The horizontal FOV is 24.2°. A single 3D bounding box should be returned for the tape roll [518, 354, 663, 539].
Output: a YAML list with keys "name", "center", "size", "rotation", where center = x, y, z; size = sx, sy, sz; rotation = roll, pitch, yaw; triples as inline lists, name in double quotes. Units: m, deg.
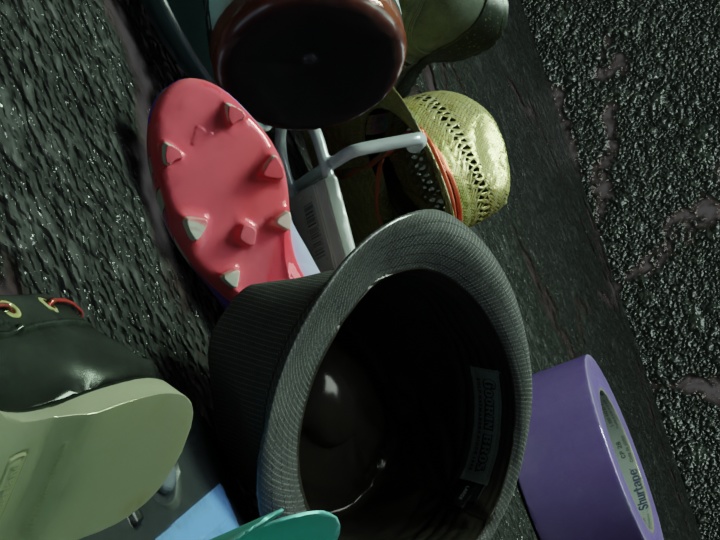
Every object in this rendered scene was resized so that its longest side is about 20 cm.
- name: "tape roll"
  center: [0.200, 0.182, 1.503]
  size: [0.200, 0.085, 0.201]
  rotation: [-21, 90, -76]

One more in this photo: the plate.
- name: "plate"
  center: [-0.100, -0.169, 0.961]
  size: [0.200, 0.025, 0.201]
  rotation: [-22, 90, -77]

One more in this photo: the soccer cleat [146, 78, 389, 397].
- name: "soccer cleat"
  center: [-0.053, -0.004, 0.843]
  size: [0.201, 0.067, 0.076]
  rotation: [59, -16, -16]

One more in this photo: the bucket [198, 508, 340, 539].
- name: "bucket"
  center: [-0.046, 0.167, 0.400]
  size: [0.207, 0.134, 0.208]
  rotation: [-21, 90, -78]

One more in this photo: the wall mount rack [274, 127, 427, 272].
- name: "wall mount rack"
  center: [0.000, 0.000, 0.996]
  size: [0.174, 0.074, 0.201]
  rotation: [154, -78, -67]

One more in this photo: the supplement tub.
- name: "supplement tub"
  center: [-0.040, -0.182, 0.936]
  size: [0.107, 0.106, 0.201]
  rotation: [53, 19, -49]

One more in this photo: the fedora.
- name: "fedora"
  center: [-0.006, 0.060, 0.762]
  size: [0.200, 0.090, 0.177]
  rotation: [44, 67, -47]

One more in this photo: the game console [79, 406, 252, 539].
- name: "game console"
  center: [-0.059, 0.153, 0.608]
  size: [0.177, 0.031, 0.201]
  rotation: [-34, 102, -77]

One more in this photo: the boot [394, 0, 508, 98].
- name: "boot"
  center: [-0.012, -0.158, 1.083]
  size: [0.130, 0.200, 0.068]
  rotation: [14, 63, -34]

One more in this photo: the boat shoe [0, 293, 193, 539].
- name: "boat shoe"
  center: [-0.123, 0.044, 0.459]
  size: [0.063, 0.074, 0.201]
  rotation: [35, 14, 20]

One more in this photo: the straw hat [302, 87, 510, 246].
- name: "straw hat"
  center: [0.045, -0.067, 1.054]
  size: [0.201, 0.085, 0.202]
  rotation: [50, -27, 38]
